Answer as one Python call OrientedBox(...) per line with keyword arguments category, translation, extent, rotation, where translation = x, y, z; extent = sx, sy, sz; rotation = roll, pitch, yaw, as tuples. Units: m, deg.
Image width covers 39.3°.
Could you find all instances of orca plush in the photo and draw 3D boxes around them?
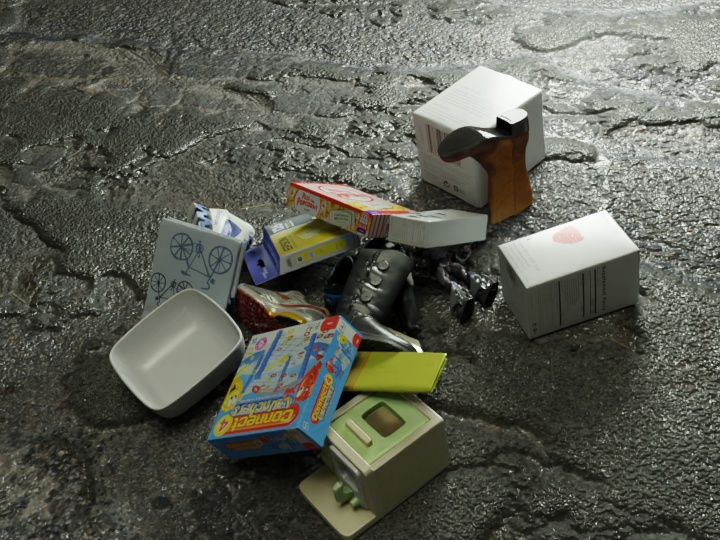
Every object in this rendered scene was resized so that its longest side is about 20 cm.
OrientedBox(category="orca plush", translation=(0.045, 0.031, 1.720), extent=(0.071, 0.105, 0.201), rotation=(6, 66, -24))

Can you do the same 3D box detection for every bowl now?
OrientedBox(category="bowl", translation=(-0.296, 0.144, 1.683), extent=(0.200, 0.075, 0.200), rotation=(-41, 49, -13))

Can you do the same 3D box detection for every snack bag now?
OrientedBox(category="snack bag", translation=(-0.297, 0.022, 1.785), extent=(0.188, 0.201, 0.021), rotation=(16, 6, 28))

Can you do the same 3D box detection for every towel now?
OrientedBox(category="towel", translation=(0.027, 0.154, 1.502), extent=(0.199, 0.018, 0.086), rotation=(-2, 35, 27))

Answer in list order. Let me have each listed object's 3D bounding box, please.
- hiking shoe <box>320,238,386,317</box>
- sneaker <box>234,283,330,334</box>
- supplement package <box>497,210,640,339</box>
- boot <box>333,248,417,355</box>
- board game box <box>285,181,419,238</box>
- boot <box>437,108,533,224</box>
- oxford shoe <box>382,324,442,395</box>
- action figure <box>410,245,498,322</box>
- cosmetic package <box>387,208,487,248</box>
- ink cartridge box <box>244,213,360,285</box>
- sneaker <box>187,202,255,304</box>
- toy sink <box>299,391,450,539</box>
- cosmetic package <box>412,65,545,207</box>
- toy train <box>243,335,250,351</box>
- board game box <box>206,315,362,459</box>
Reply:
OrientedBox(category="hiking shoe", translation=(0.000, 0.000, 1.779), extent=(0.074, 0.087, 0.200), rotation=(13, 47, 26))
OrientedBox(category="sneaker", translation=(-0.139, 0.072, 1.754), extent=(0.199, 0.078, 0.082), rotation=(24, 41, 27))
OrientedBox(category="supplement package", translation=(0.343, 0.005, 1.665), extent=(0.199, 0.120, 0.121), rotation=(-18, 41, -7))
OrientedBox(category="boot", translation=(0.044, 0.058, 1.616), extent=(0.164, 0.066, 0.200), rotation=(17, 47, 12))
OrientedBox(category="board game box", translation=(-0.011, -0.108, 1.809), extent=(0.199, 0.047, 0.151), rotation=(23, 16, 35))
OrientedBox(category="boot", translation=(0.229, -0.174, 1.832), extent=(0.188, 0.201, 0.068), rotation=(-29, 41, -24))
OrientedBox(category="oxford shoe", translation=(0.054, 0.131, 1.646), extent=(0.074, 0.071, 0.200), rotation=(-19, 46, -29))
OrientedBox(category="action figure", translation=(0.152, -0.001, 1.754), extent=(0.130, 0.070, 0.200), rotation=(-21, 45, -23))
OrientedBox(category="cosmetic package", translation=(0.139, -0.076, 1.777), extent=(0.082, 0.051, 0.200), rotation=(15, 14, 34))
OrientedBox(category="ink cartridge box", translation=(-0.118, -0.053, 1.855), extent=(0.199, 0.047, 0.198), rotation=(-18, 22, -9))
OrientedBox(category="sneaker", translation=(-0.242, -0.039, 1.855), extent=(0.115, 0.081, 0.200), rotation=(-5, 64, -26))
OrientedBox(category="toy sink", translation=(0.011, 0.266, 1.461), extent=(0.199, 0.112, 0.130), rotation=(-32, 44, -21))
OrientedBox(category="cosmetic package", translation=(0.232, -0.262, 1.954), extent=(0.200, 0.166, 0.165), rotation=(-36, 47, -24))
OrientedBox(category="toy train", translation=(-0.137, 0.153, 1.686), extent=(0.199, 0.034, 0.046), rotation=(15, 60, 26))
OrientedBox(category="board game box", translation=(-0.113, 0.176, 1.504), extent=(0.199, 0.056, 0.197), rotation=(-16, 41, 40))
